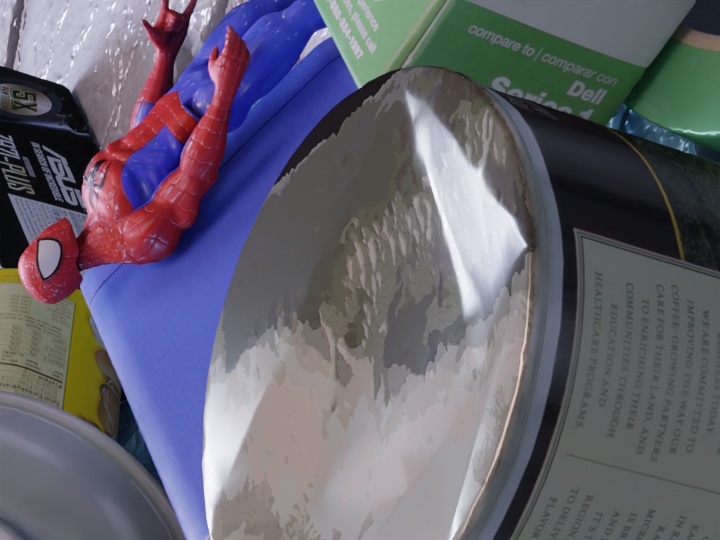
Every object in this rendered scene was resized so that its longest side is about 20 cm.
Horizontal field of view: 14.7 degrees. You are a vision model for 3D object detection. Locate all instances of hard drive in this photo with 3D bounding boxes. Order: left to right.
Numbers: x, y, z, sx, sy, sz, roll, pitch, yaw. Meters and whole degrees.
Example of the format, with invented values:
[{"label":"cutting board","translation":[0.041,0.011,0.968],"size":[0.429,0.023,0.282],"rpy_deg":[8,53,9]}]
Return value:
[{"label":"hard drive","translation":[-0.023,0.006,0.912],"size":[0.132,0.025,0.200],"rpy_deg":[-44,28,6]}]

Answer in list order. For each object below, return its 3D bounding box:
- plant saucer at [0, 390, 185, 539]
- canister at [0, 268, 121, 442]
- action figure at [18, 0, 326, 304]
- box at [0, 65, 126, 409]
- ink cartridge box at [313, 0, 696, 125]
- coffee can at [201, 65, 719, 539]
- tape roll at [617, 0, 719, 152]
[{"label":"plant saucer","translation":[-0.145,0.132,0.925],"size":[0.050,0.199,0.202],"rpy_deg":[80,-165,-73]},{"label":"canister","translation":[-0.149,0.105,1.084],"size":[0.149,0.086,0.200],"rpy_deg":[-61,15,24]},{"label":"action figure","translation":[-0.049,-0.068,0.969],"size":[0.200,0.052,0.065],"rpy_deg":[-52,32,-4]},{"label":"box","translation":[-0.180,0.020,1.271],"size":[0.164,0.086,0.200],"rpy_deg":[-61,33,22]},{"label":"ink cartridge box","translation":[0.063,-0.154,0.837],"size":[0.200,0.084,0.145],"rpy_deg":[-55,38,25]},{"label":"coffee can","translation":[0.080,0.044,0.719],"size":[0.146,0.199,0.147],"rpy_deg":[-31,52,49]},{"label":"tape roll","translation":[0.142,-0.130,0.832],"size":[0.200,0.048,0.202],"rpy_deg":[-29,52,45]}]
